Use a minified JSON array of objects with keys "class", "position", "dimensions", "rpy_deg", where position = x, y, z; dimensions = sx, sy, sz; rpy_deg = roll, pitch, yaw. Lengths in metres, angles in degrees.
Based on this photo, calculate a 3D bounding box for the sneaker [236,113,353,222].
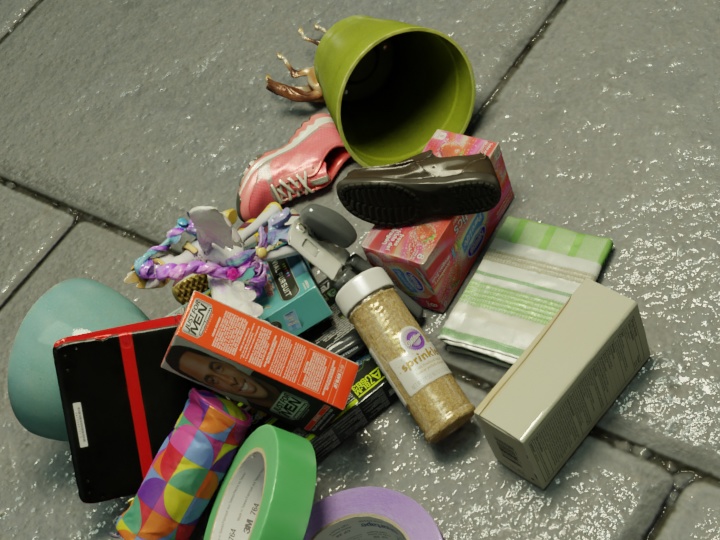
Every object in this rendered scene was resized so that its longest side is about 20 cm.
[{"class":"sneaker","position":[-0.087,-0.135,1.662],"dimensions":[0.200,0.074,0.086],"rpy_deg":[-44,50,-14]}]

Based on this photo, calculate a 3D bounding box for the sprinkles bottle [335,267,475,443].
[{"class":"sprinkles bottle","position":[0.050,0.094,1.362],"dimensions":[0.068,0.068,0.201],"rpy_deg":[-32,74,-4]}]

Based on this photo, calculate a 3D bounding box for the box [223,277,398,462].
[{"class":"box","position":[-0.060,0.126,1.456],"dimensions":[0.199,0.048,0.193],"rpy_deg":[-38,50,-9]}]

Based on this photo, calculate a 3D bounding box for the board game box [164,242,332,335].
[{"class":"board game box","position":[-0.144,0.056,1.494],"dimensions":[0.199,0.047,0.151],"rpy_deg":[-32,29,1]}]

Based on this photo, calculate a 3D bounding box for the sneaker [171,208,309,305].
[{"class":"sneaker","position":[-0.158,-0.015,1.604],"dimensions":[0.198,0.076,0.090],"rpy_deg":[-21,38,-1]}]

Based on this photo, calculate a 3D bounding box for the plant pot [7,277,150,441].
[{"class":"plant pot","position":[-0.309,0.123,1.469],"dimensions":[0.133,0.201,0.201],"rpy_deg":[14,59,28]}]

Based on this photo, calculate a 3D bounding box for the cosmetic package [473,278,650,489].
[{"class":"cosmetic package","position":[0.219,0.120,1.295],"dimensions":[0.073,0.104,0.200],"rpy_deg":[28,67,39]}]

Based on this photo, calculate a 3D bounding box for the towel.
[{"class":"towel","position":[0.198,0.029,1.435],"dimensions":[0.148,0.031,0.201],"rpy_deg":[16,59,31]}]

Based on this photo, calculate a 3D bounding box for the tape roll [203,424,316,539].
[{"class":"tape roll","position":[-0.111,0.266,1.279],"dimensions":[0.201,0.048,0.202],"rpy_deg":[-55,21,33]}]

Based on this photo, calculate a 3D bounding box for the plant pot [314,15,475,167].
[{"class":"plant pot","position":[0.027,-0.259,1.650],"dimensions":[0.199,0.201,0.193],"rpy_deg":[-33,34,-5]}]

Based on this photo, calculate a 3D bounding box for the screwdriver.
[{"class":"screwdriver","position":[-0.073,0.123,1.409],"dimensions":[0.198,0.029,0.028],"rpy_deg":[-28,47,-8]}]

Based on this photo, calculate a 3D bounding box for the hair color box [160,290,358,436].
[{"class":"hair color box","position":[-0.112,0.105,1.330],"dimensions":[0.198,0.102,0.062],"rpy_deg":[25,59,-6]}]

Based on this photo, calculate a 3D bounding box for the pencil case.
[{"class":"pencil case","position":[-0.204,0.231,1.368],"dimensions":[0.088,0.088,0.201],"rpy_deg":[34,94,40]}]

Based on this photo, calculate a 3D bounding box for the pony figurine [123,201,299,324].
[{"class":"pony figurine","position":[-0.159,-0.015,1.435],"dimensions":[0.192,0.169,0.199],"rpy_deg":[7,26,43]}]

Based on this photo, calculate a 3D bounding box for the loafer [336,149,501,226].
[{"class":"loafer","position":[0.070,-0.102,1.435],"dimensions":[0.197,0.074,0.072],"rpy_deg":[0,47,12]}]

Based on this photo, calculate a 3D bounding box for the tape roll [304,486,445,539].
[{"class":"tape roll","position":[0.002,0.328,1.248],"dimensions":[0.197,0.066,0.202],"rpy_deg":[-13,48,14]}]

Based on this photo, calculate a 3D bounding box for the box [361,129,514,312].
[{"class":"box","position":[0.100,-0.063,1.500],"dimensions":[0.094,0.103,0.201],"rpy_deg":[17,60,32]}]

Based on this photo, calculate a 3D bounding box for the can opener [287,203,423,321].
[{"class":"can opener","position":[0.000,0.000,1.431],"dimensions":[0.067,0.199,0.054],"rpy_deg":[-39,17,47]}]

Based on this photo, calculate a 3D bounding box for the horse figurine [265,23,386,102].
[{"class":"horse figurine","position":[-0.057,-0.305,1.795],"dimensions":[0.132,0.050,0.200],"rpy_deg":[28,58,19]}]

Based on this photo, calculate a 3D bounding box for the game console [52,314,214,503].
[{"class":"game console","position":[-0.253,0.160,1.398],"dimensions":[0.174,0.203,0.031],"rpy_deg":[-10,14,-12]}]
